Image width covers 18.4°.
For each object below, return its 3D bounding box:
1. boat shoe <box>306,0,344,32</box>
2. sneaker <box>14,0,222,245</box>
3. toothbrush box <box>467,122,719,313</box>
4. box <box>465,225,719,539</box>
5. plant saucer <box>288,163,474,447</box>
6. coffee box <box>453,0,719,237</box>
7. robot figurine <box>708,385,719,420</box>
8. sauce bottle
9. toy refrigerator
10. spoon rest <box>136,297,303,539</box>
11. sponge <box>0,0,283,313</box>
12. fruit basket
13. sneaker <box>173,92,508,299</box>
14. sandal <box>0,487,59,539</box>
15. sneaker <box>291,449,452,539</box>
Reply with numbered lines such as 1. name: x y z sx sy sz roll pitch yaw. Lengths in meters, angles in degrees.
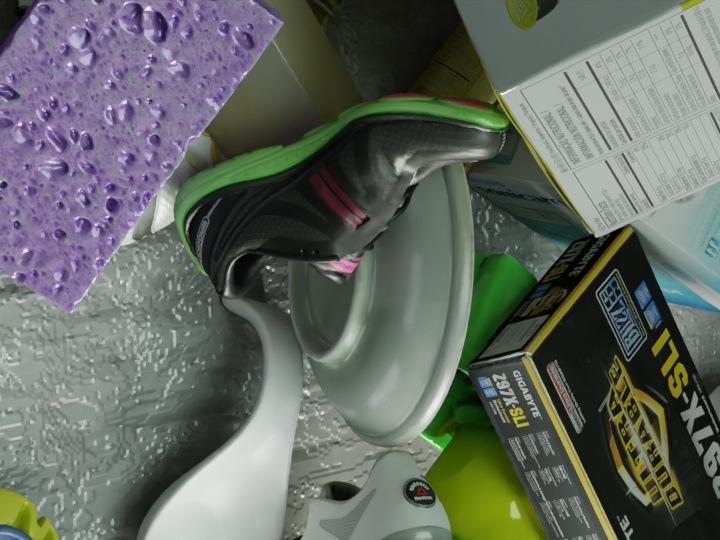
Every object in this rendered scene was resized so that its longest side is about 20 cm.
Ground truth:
1. boat shoe: -0.033 -0.203 1.270 0.073 0.063 0.201 -2 108 -38
2. sneaker: -0.152 -0.100 1.198 0.088 0.076 0.200 -38 115 -17
3. toothbrush box: 0.179 -0.051 1.423 0.200 0.146 0.085 33 77 -38
4. box: 0.153 0.097 1.324 0.160 0.049 0.200 -46 115 -51
5. plant saucer: 0.000 0.000 1.261 0.050 0.200 0.200 3 97 -23
6. coffee box: 0.152 -0.173 1.197 0.198 0.200 0.200 -26 152 10
7. robot figurine: 0.314 0.154 1.589 0.125 0.150 0.200 -33 129 20
8. sauce bottle: 0.099 -0.151 1.371 0.200 0.066 0.066 -52 126 -4
9. toy refrigerator: -0.078 -0.143 1.227 0.200 0.070 0.076 59 23 -26
10. spoon rest: -0.077 0.117 1.309 0.099 0.061 0.200 15 89 -39
11. sponge: -0.143 -0.084 1.161 0.112 0.030 0.200 34 103 -16
12. fruit basket: 0.077 0.112 1.367 0.216 0.155 0.216 -2 93 -42
13. sneaker: -0.004 -0.039 1.181 0.077 0.200 0.084 -3 73 -61
14. sandal: -0.157 0.206 1.235 0.079 0.087 0.200 -43 124 13
15. sneaker: -0.010 0.177 1.329 0.074 0.200 0.089 7 53 -36
